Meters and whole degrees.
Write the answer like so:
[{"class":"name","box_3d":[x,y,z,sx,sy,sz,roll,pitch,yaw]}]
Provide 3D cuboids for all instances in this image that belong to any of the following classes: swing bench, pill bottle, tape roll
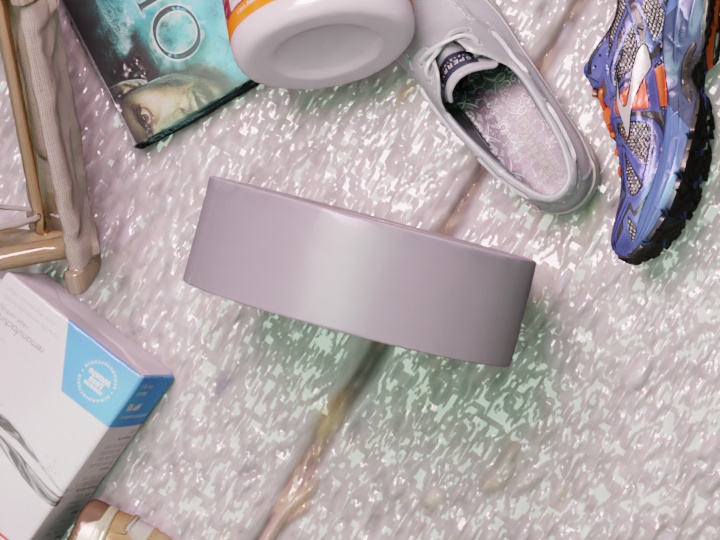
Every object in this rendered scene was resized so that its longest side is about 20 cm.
[{"class":"swing bench","box_3d":[-0.265,-0.094,1.349,0.199,0.130,0.199,-4,114,6]},{"class":"pill bottle","box_3d":[-0.038,-0.221,1.330,0.113,0.113,0.201,-15,69,12]},{"class":"tape roll","box_3d":[0.000,0.000,1.285,0.200,0.200,0.066,16,92,13]}]

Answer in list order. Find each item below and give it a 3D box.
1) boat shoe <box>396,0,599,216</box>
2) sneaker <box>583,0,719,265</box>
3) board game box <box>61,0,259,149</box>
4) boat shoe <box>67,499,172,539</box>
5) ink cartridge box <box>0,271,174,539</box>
[{"class":"boat shoe","box_3d":[0.072,-0.119,1.336,0.070,0.071,0.201,-41,79,10]},{"class":"sneaker","box_3d":[0.173,-0.102,1.321,0.078,0.075,0.201,6,82,22]},{"class":"board game box","box_3d":[-0.130,-0.197,1.407,0.135,0.028,0.200,-29,82,11]},{"class":"boat shoe","box_3d":[-0.178,0.251,1.392,0.076,0.072,0.200,23,94,1]},{"class":"ink cartridge box","box_3d":[-0.227,0.114,1.403,0.116,0.067,0.200,36,97,11]}]
